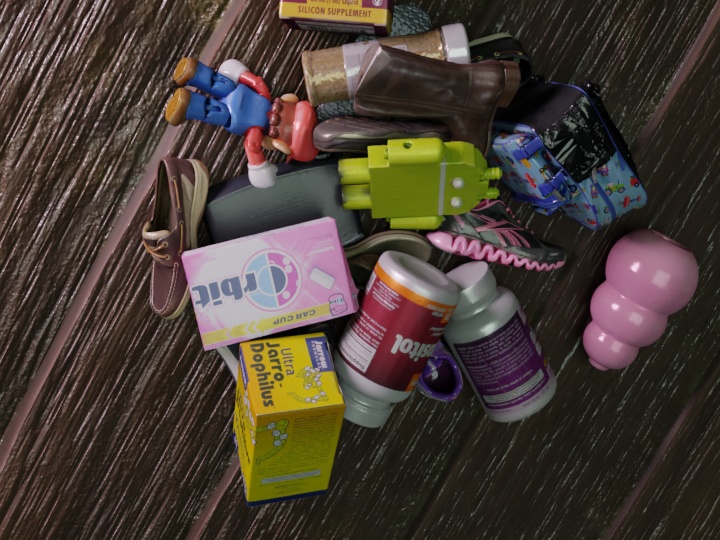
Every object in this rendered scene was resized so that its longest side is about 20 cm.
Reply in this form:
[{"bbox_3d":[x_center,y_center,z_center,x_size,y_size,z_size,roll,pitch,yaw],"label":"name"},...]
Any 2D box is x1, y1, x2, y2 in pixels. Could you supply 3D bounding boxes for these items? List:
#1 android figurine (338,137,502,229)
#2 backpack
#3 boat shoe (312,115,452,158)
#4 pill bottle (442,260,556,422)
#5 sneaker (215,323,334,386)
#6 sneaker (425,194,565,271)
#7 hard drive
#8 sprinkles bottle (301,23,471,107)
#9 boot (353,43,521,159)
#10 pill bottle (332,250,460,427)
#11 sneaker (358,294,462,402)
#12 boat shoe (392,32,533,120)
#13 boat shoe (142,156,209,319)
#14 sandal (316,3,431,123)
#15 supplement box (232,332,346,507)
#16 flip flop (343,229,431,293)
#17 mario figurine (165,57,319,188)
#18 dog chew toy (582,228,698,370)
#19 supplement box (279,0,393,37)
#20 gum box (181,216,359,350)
[{"bbox_3d":[0.073,-0.106,1.147,0.197,0.183,0.042,0,63,1],"label":"android figurine"},{"bbox_3d":[0.259,-0.133,1.188,0.134,0.183,0.200,-42,112,-3],"label":"backpack"},{"bbox_3d":[0.031,-0.149,1.174,0.198,0.074,0.074,-3,112,-30],"label":"boat shoe"},{"bbox_3d":[0.176,0.093,1.255,0.111,0.112,0.201,-30,109,-2],"label":"pill bottle"},{"bbox_3d":[-0.114,0.080,1.212,0.145,0.077,0.204,-22,116,7],"label":"sneaker"},{"bbox_3d":[0.189,-0.055,1.253,0.197,0.079,0.097,13,89,-14],"label":"sneaker"},{"bbox_3d":[-0.099,-0.067,1.206,0.197,0.042,0.137,-17,106,-6],"label":"hard drive"},{"bbox_3d":[0.031,-0.245,1.122,0.197,0.068,0.069,-10,105,2],"label":"sprinkles bottle"},{"bbox_3d":[0.067,-0.181,1.100,0.197,0.065,0.188,-2,139,-24],"label":"boot"},{"bbox_3d":[0.035,0.088,1.167,0.112,0.113,0.202,22,106,-14],"label":"pill bottle"},{"bbox_3d":[0.074,0.101,1.254,0.080,0.089,0.201,-40,105,2],"label":"sneaker"},{"bbox_3d":[0.122,-0.237,1.181,0.199,0.063,0.074,-23,139,-10],"label":"boat shoe"},{"bbox_3d":[-0.241,-0.041,1.159,0.071,0.072,0.203,5,100,-49],"label":"boat shoe"},{"bbox_3d":[0.010,-0.255,1.190,0.076,0.043,0.201,39,103,-9],"label":"sandal"},{"bbox_3d":[-0.093,0.186,1.158,0.108,0.110,0.201,-6,137,-17],"label":"supplement box"},{"bbox_3d":[0.000,0.000,1.209,0.197,0.058,0.082,-10,139,-19],"label":"flip flop"},{"bbox_3d":[-0.141,-0.181,1.152,0.198,0.106,0.125,20,105,-26],"label":"mario figurine"},{"bbox_3d":[0.373,0.046,1.284,0.123,0.125,0.202,22,107,-14],"label":"dog chew toy"},{"bbox_3d":[-0.019,-0.384,1.095,0.129,0.103,0.203,4,96,4],"label":"supplement box"},{"bbox_3d":[-0.105,0.012,1.132,0.197,0.066,0.115,-14,99,-7],"label":"gum box"}]
